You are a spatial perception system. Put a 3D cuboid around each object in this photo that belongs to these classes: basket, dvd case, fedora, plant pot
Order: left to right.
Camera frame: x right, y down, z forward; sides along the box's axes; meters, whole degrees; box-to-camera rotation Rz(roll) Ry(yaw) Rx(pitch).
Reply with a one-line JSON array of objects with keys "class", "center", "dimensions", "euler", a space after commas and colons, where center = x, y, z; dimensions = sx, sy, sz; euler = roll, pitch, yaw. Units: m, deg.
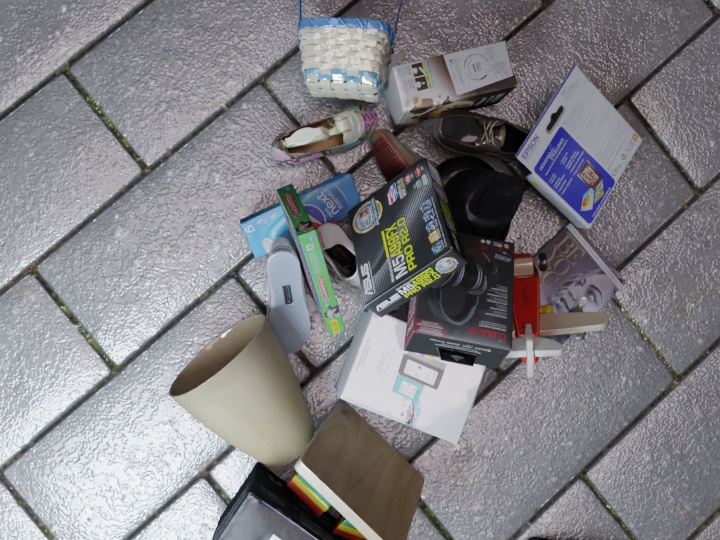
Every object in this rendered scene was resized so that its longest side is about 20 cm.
[{"class": "plant pot", "center": [-0.166, 0.206, 1.057], "dimensions": [0.187, 0.187, 0.201], "euler": [-38, 106, -6]}, {"class": "basket", "center": [-0.025, -0.388, 1.099], "dimensions": [0.173, 0.139, 0.204], "euler": [7, 92, 5]}, {"class": "fedora", "center": [0.200, -0.108, 1.099], "dimensions": [0.198, 0.091, 0.204], "euler": [5, 80, -32]}, {"class": "dvd case", "center": [0.353, 0.033, 1.181], "dimensions": [0.200, 0.016, 0.149], "euler": [-42, 91, -6]}]

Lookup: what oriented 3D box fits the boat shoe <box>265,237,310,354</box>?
[{"class": "boat shoe", "center": [-0.125, 0.036, 1.099], "dimensions": [0.073, 0.087, 0.205], "euler": [-7, 123, -4]}]

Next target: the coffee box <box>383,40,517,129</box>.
[{"class": "coffee box", "center": [0.148, -0.311, 1.128], "dimensions": [0.197, 0.113, 0.081], "euler": [-15, 89, -5]}]

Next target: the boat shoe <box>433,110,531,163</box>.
[{"class": "boat shoe", "center": [0.220, -0.233, 1.130], "dimensions": [0.197, 0.073, 0.076], "euler": [4, 89, -22]}]

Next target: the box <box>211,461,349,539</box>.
[{"class": "box", "center": [-0.117, 0.417, 1.025], "dimensions": [0.196, 0.200, 0.118], "euler": [36, 84, -2]}]

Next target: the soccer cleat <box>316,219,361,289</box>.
[{"class": "soccer cleat", "center": [0.000, 0.000, 1.089], "dimensions": [0.068, 0.086, 0.200], "euler": [-38, 118, 20]}]

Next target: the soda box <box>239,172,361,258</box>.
[{"class": "soda box", "center": [-0.099, -0.093, 1.111], "dimensions": [0.198, 0.068, 0.065], "euler": [-26, 104, -6]}]

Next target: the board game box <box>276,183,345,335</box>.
[{"class": "board game box", "center": [-0.076, -0.015, 1.033], "dimensions": [0.029, 0.135, 0.202], "euler": [-20, 130, -7]}]

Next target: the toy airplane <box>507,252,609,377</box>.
[{"class": "toy airplane", "center": [0.272, 0.085, 1.095], "dimensions": [0.199, 0.142, 0.200], "euler": [-40, 58, -16]}]

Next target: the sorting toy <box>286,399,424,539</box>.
[{"class": "sorting toy", "center": [-0.008, 0.335, 1.053], "dimensions": [0.199, 0.200, 0.070], "euler": [43, 112, 1]}]

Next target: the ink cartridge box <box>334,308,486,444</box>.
[{"class": "ink cartridge box", "center": [0.078, 0.166, 1.083], "dimensions": [0.197, 0.147, 0.148], "euler": [22, 85, -5]}]

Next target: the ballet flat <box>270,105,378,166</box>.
[{"class": "ballet flat", "center": [-0.058, -0.230, 1.125], "dimensions": [0.197, 0.071, 0.070], "euler": [-21, 89, -6]}]

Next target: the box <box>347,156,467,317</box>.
[{"class": "box", "center": [0.064, -0.053, 1.004], "dimensions": [0.159, 0.202, 0.044], "euler": [-33, 134, 24]}]

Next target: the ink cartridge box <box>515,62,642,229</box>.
[{"class": "ink cartridge box", "center": [0.370, -0.210, 1.148], "dimensions": [0.199, 0.047, 0.199], "euler": [38, 81, -19]}]

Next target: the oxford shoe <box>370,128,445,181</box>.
[{"class": "oxford shoe", "center": [0.095, -0.169, 1.147], "dimensions": [0.075, 0.070, 0.201], "euler": [-42, 98, -24]}]

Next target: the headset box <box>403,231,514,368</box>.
[{"class": "headset box", "center": [0.149, 0.047, 1.004], "dimensions": [0.146, 0.078, 0.203], "euler": [11, 60, -3]}]

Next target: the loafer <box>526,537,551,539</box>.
[{"class": "loafer", "center": [0.378, 0.506, 1.134], "dimensions": [0.197, 0.072, 0.074], "euler": [7, 86, -6]}]
